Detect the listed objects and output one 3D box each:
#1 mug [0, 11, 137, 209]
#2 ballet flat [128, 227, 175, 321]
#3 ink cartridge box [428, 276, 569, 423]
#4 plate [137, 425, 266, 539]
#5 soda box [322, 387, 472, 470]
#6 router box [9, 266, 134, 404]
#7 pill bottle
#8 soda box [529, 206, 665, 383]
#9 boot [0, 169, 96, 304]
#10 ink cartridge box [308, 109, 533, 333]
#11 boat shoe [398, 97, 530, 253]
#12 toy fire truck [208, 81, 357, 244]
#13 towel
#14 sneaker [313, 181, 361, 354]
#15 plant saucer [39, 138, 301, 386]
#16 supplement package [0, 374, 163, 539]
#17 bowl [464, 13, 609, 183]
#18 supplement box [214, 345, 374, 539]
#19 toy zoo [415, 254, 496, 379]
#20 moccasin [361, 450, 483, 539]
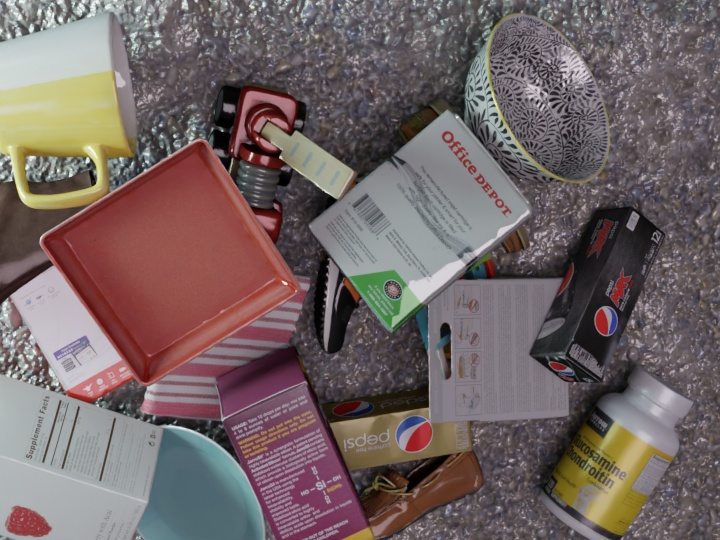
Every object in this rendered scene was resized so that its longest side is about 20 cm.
[{"bbox_3d":[-0.316,-0.171,1.595,0.152,0.187,0.150,-7,126,-2],"label":"mug"},{"bbox_3d":[-0.227,-0.029,1.650,0.063,0.076,0.201,25,96,-10],"label":"ballet flat"},{"bbox_3d":[0.149,0.088,1.778,0.198,0.057,0.164,0,88,-28],"label":"ink cartridge box"},{"bbox_3d":[-0.185,0.261,1.761,0.199,0.026,0.202,13,117,26],"label":"plate"},{"bbox_3d":[0.027,0.185,1.816,0.198,0.068,0.065,-7,106,-10],"label":"soda box"},{"bbox_3d":[-0.271,0.026,1.717,0.199,0.049,0.180,-29,109,-4],"label":"router box"},{"bbox_3d":[0.310,0.219,1.866,0.111,0.112,0.201,30,96,-18],"label":"pill bottle"},{"bbox_3d":[0.273,0.028,1.790,0.063,0.071,0.201,36,70,-25],"label":"soda box"},{"bbox_3d":[-0.352,-0.010,1.619,0.165,0.202,0.072,-10,151,8],"label":"boot"},{"bbox_3d":[0.065,-0.051,1.672,0.200,0.083,0.147,-38,85,-2],"label":"ink cartridge box"},{"bbox_3d":[0.116,-0.095,1.765,0.068,0.072,0.201,-35,97,-3],"label":"boat shoe"},{"bbox_3d":[-0.092,-0.094,1.646,0.127,0.200,0.178,12,102,-15],"label":"toy fire truck"},{"bbox_3d":[-0.151,0.081,1.726,0.145,0.030,0.201,6,119,-30],"label":"towel"},{"bbox_3d":[0.000,0.000,1.760,0.089,0.070,0.202,5,101,-10],"label":"sneaker"},{"bbox_3d":[-0.194,-0.011,1.605,0.199,0.037,0.200,-31,113,4],"label":"plant saucer"},{"bbox_3d":[-0.331,0.219,1.691,0.198,0.120,0.122,19,126,-11],"label":"supplement package"},{"bbox_3d":[0.177,-0.173,1.725,0.094,0.201,0.201,-26,116,42],"label":"bowl"},{"bbox_3d":[-0.073,0.205,1.699,0.102,0.131,0.201,-23,107,-1],"label":"supplement box"},{"bbox_3d":[0.119,0.058,1.784,0.131,0.020,0.202,-30,109,-42],"label":"toy zoo"},{"bbox_3d":[0.048,0.261,1.839,0.200,0.074,0.078,-25,102,-4],"label":"moccasin"}]
